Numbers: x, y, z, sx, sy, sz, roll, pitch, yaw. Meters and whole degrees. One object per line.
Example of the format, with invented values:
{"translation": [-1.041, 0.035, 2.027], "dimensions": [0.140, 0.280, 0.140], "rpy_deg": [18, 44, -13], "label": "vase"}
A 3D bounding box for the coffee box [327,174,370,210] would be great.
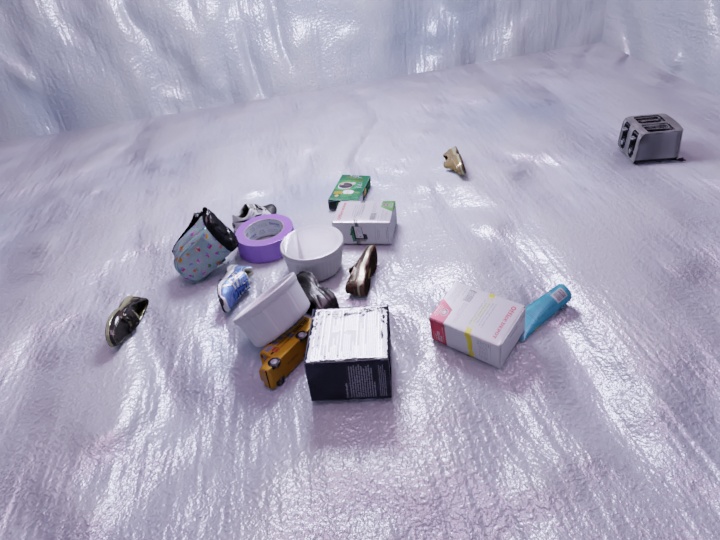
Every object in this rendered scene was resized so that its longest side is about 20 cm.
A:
{"translation": [-0.038, -0.291, 2.090], "dimensions": [0.118, 0.045, 0.202], "rpy_deg": [3, 37, 14], "label": "coffee box"}

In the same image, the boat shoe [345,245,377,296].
{"translation": [-0.001, -0.005, 1.657], "dimensions": [0.072, 0.077, 0.205], "rpy_deg": [-2, 35, 17], "label": "boat shoe"}

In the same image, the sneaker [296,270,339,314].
{"translation": [-0.144, 0.070, 1.582], "dimensions": [0.090, 0.078, 0.198], "rpy_deg": [-33, 39, -22], "label": "sneaker"}

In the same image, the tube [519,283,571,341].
{"translation": [0.456, 0.105, 1.439], "dimensions": [0.197, 0.052, 0.077], "rpy_deg": [-31, 38, -20], "label": "tube"}

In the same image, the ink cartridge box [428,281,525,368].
{"translation": [0.288, 0.130, 1.386], "dimensions": [0.196, 0.085, 0.145], "rpy_deg": [20, 51, 34], "label": "ink cartridge box"}

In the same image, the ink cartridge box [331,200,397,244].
{"translation": [0.015, -0.160, 1.859], "dimensions": [0.192, 0.087, 0.148], "rpy_deg": [1, 35, 13], "label": "ink cartridge box"}

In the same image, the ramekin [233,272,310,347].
{"translation": [-0.223, 0.105, 1.450], "dimensions": [0.198, 0.099, 0.201], "rpy_deg": [-36, 7, 5], "label": "ramekin"}

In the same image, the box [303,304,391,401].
{"translation": [-0.023, 0.192, 1.335], "dimensions": [0.191, 0.127, 0.202], "rpy_deg": [-3, 33, 5], "label": "box"}

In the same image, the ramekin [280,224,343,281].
{"translation": [-0.144, -0.049, 1.725], "dimensions": [0.194, 0.097, 0.205], "rpy_deg": [-5, 35, 3], "label": "ramekin"}

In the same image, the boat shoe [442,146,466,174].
{"translation": [0.358, -0.414, 2.180], "dimensions": [0.074, 0.073, 0.202], "rpy_deg": [-19, 26, 9], "label": "boat shoe"}

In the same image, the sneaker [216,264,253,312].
{"translation": [-0.367, 0.043, 1.653], "dimensions": [0.074, 0.078, 0.203], "rpy_deg": [-7, 36, 8], "label": "sneaker"}

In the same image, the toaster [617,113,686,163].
{"translation": [1.082, -0.488, 2.088], "dimensions": [0.192, 0.122, 0.183], "rpy_deg": [-3, 35, 5], "label": "toaster"}

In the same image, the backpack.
{"translation": [-0.496, -0.069, 1.753], "dimensions": [0.199, 0.168, 0.127], "rpy_deg": [-40, 32, 4], "label": "backpack"}

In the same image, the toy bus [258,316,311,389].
{"translation": [-0.184, 0.200, 1.406], "dimensions": [0.076, 0.067, 0.200], "rpy_deg": [16, 41, 31], "label": "toy bus"}

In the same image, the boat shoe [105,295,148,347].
{"translation": [-0.653, 0.135, 1.584], "dimensions": [0.064, 0.074, 0.203], "rpy_deg": [-9, 30, 6], "label": "boat shoe"}

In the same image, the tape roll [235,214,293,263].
{"translation": [-0.314, -0.108, 1.868], "dimensions": [0.192, 0.067, 0.203], "rpy_deg": [-5, 36, 3], "label": "tape roll"}

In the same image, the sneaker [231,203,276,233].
{"translation": [-0.374, -0.204, 1.996], "dimensions": [0.072, 0.091, 0.199], "rpy_deg": [17, 40, 33], "label": "sneaker"}
